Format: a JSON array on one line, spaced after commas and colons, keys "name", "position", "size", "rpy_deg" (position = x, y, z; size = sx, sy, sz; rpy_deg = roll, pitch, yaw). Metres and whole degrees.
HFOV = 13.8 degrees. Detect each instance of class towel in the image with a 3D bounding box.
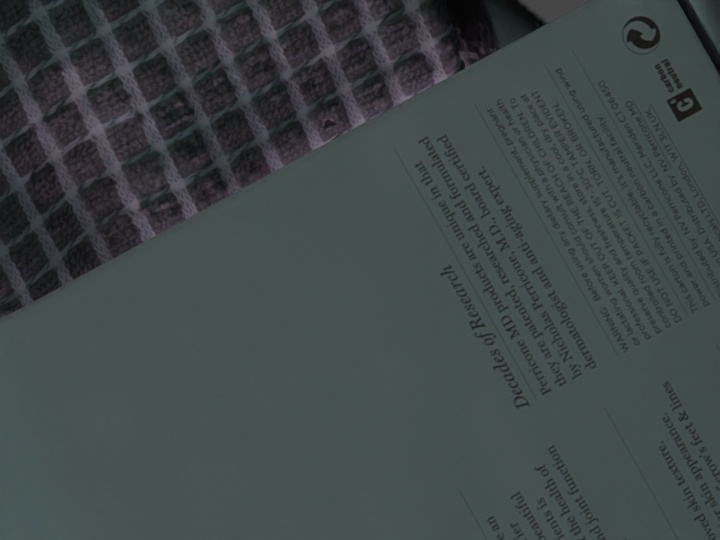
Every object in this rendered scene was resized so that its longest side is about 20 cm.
[{"name": "towel", "position": [-0.076, -0.083, 0.769], "size": [0.086, 0.166, 0.200], "rpy_deg": [41, 159, 58]}]

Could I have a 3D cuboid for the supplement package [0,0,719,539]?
[{"name": "supplement package", "position": [0.005, 0.055, 0.691], "size": [0.152, 0.200, 0.151], "rpy_deg": [61, 169, 3]}]
